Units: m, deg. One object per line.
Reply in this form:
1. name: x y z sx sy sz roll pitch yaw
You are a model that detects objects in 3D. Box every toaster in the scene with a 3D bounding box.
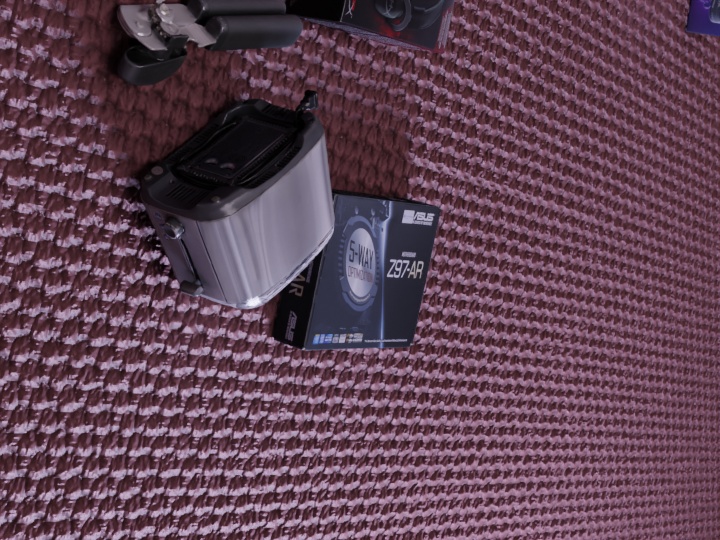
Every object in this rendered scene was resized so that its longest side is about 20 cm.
1. toaster: -0.098 -0.061 1.187 0.200 0.113 0.130 -46 140 -37

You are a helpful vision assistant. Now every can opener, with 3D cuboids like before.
1. can opener: -0.132 -0.204 1.144 0.199 0.053 0.067 -19 153 -48

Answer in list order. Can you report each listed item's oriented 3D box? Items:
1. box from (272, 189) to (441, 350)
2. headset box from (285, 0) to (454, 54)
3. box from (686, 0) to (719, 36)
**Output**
1. box: 0.000 0.000 1.403 0.199 0.043 0.162 4 100 -55
2. headset box: 0.026 -0.299 1.292 0.199 0.077 0.150 5 99 -53
3. box: 0.565 -0.436 1.932 0.079 0.140 0.202 -9 110 -53
